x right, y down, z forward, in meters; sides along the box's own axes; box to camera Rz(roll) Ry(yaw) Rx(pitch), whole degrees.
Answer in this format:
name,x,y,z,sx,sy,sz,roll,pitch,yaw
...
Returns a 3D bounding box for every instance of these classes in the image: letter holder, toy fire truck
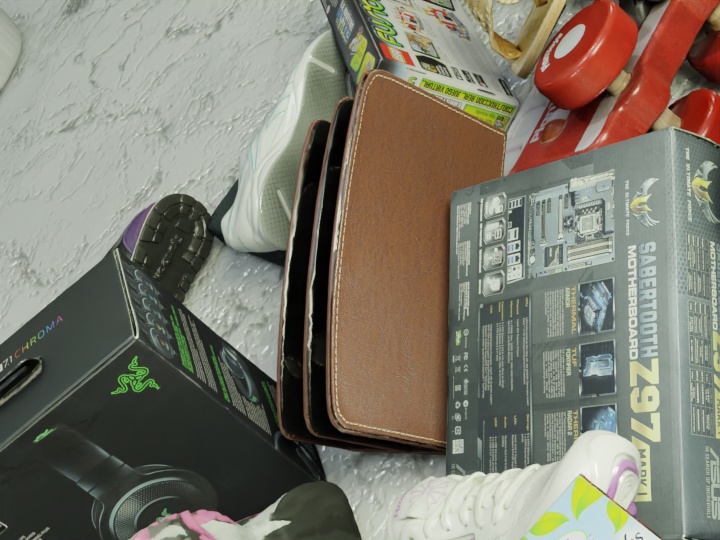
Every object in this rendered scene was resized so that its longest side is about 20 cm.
name,x,y,z,sx,sy,sz,roll,pitch,yaw
letter holder,0.000,0.000,0.774,0.100,0.142,0.202,-4,75,40
toy fire truck,0.160,-0.134,0.838,0.201,0.112,0.168,-61,20,-18

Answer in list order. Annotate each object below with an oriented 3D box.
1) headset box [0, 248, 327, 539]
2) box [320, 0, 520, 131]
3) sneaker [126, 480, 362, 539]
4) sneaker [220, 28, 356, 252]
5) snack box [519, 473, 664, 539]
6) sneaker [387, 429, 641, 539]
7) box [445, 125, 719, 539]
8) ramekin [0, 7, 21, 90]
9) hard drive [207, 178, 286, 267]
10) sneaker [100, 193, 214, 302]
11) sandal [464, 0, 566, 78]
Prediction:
name,x,y,z,sx,sy,sz,roll,pitch,yaw
headset box,-0.151,0.109,0.819,0.174,0.200,0.093,-38,38,9
box,0.036,-0.170,0.962,0.200,0.109,0.035,-108,38,-52
sneaker,-0.081,0.181,0.731,0.086,0.199,0.081,-37,69,31
sneaker,-0.049,-0.098,0.965,0.080,0.070,0.201,-14,44,50
snack box,0.157,0.186,0.490,0.068,0.169,0.200,-45,37,-5
sneaker,0.059,0.129,0.617,0.100,0.200,0.075,40,48,14
box,0.115,0.042,0.683,0.157,0.051,0.202,-15,69,48
ramekin,-0.488,-0.244,1.531,0.200,0.098,0.201,-25,42,25
hard drive,-0.018,-0.062,0.985,0.199,0.033,0.140,20,71,49
sneaker,-0.190,0.034,1.044,0.087,0.076,0.201,-9,46,57
sandal,0.094,-0.172,0.858,0.078,0.069,0.212,-63,-3,6
